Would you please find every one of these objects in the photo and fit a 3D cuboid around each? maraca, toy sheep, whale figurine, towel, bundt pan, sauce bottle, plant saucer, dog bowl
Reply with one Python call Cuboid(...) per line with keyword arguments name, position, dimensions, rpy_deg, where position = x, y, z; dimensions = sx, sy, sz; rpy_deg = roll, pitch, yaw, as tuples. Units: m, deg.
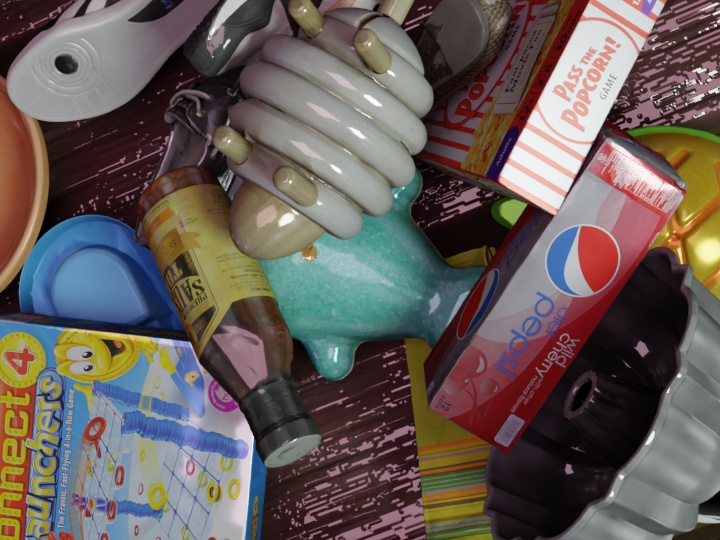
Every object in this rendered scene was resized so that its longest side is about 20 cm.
Cuboid(name="maraca", position=(0.188, -0.032, 0.863), dimensions=(0.197, 0.107, 0.139), rpy_deg=(19, 94, 9))
Cuboid(name="toy sheep", position=(-0.018, -0.095, 0.799), dimensions=(0.137, 0.138, 0.201), rpy_deg=(34, 89, 7))
Cuboid(name="whale figurine", position=(0.000, 0.000, 0.883), dimensions=(0.198, 0.103, 0.161), rpy_deg=(26, 96, 24))
Cuboid(name="towel", position=(0.069, 0.089, 0.891), dimensions=(0.085, 0.018, 0.203), rpy_deg=(-17, 71, 31))
Cuboid(name="bundt pan", position=(0.160, 0.092, 0.773), dimensions=(0.075, 0.202, 0.203), rpy_deg=(30, 96, -13))
Cuboid(name="sauce bottle", position=(-0.083, 0.028, 0.833), dimensions=(0.066, 0.066, 0.202), rpy_deg=(-32, 66, 9))
Cuboid(name="plant saucer", position=(-0.315, -0.059, 0.969), dimensions=(0.197, 0.037, 0.204), rpy_deg=(-3, 82, 19))
Cuboid(name="dog bowl", position=(-0.172, 0.057, 0.956), dimensions=(0.110, 0.050, 0.202), rpy_deg=(-28, 86, 9))

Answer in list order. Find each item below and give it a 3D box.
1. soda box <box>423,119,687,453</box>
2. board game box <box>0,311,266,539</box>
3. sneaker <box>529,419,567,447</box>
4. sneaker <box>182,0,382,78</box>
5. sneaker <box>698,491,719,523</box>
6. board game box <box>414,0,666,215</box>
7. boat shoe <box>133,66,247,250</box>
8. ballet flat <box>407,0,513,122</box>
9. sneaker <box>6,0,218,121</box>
Cuboid(name="soda box", position=(0.116, 0.008, 0.798), dimensions=(0.063, 0.070, 0.201), rpy_deg=(29, 108, -9))
Cuboid(name="board game box", position=(-0.164, 0.140, 0.903), dimensions=(0.192, 0.056, 0.204), rpy_deg=(5, 93, 8))
Cuboid(name="sneaker", position=(0.153, 0.146, 0.904), dimensions=(0.084, 0.073, 0.202), rpy_deg=(-18, 77, -25))
Cuboid(name="sneaker", position=(-0.039, -0.169, 0.867), dimensions=(0.073, 0.200, 0.080), rpy_deg=(-32, 96, 45))
Cuboid(name="sneaker", position=(0.261, 0.127, 0.826), dimensions=(0.196, 0.115, 0.082), rpy_deg=(-8, 81, -9))
Cuboid(name="board game box", position=(0.108, -0.124, 0.826), dimensions=(0.046, 0.200, 0.153), rpy_deg=(27, 92, -16))
Cuboid(name="boat shoe", position=(-0.104, -0.100, 0.916), dimensions=(0.072, 0.070, 0.203), rpy_deg=(16, 88, 53))
Cuboid(name="ballet flat", position=(0.040, -0.134, 0.870), dimensions=(0.046, 0.200, 0.068), rpy_deg=(-26, 86, -34))
Cuboid(name="sneaker", position=(-0.165, -0.190, 0.933), dimensions=(0.198, 0.113, 0.073), rpy_deg=(-28, 127, 17))
